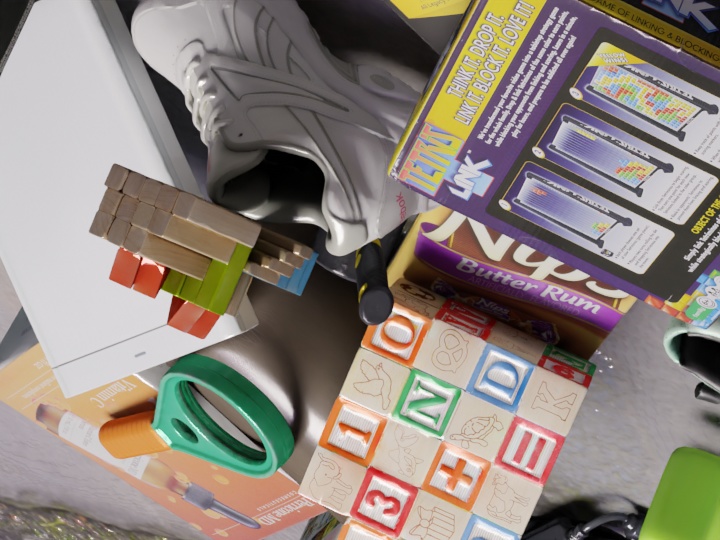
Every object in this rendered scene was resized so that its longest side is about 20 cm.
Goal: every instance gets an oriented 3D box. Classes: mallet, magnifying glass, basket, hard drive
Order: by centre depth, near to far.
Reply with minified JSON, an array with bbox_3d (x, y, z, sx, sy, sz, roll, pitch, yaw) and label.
[{"bbox_3d":[0.000,0.000,1.206,0.041,0.200,0.066,24,110,-7],"label":"mallet"},{"bbox_3d":[-0.147,-0.042,1.291,0.132,0.027,0.200,-21,95,35],"label":"hard drive"},{"bbox_3d":[-0.099,0.087,1.354,0.080,0.022,0.200,48,155,-13],"label":"magnifying glass"},{"bbox_3d":[-0.010,0.058,1.363,0.200,0.136,0.180,40,-168,-8],"label":"basket"}]

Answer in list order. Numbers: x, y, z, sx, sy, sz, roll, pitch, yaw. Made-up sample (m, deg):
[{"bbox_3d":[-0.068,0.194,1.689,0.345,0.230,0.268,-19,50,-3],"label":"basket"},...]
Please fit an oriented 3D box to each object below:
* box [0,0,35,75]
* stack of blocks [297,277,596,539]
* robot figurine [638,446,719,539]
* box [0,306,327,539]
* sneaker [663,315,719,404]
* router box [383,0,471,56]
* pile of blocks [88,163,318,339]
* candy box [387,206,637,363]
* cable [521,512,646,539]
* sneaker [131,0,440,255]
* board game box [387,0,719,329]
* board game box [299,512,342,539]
[{"bbox_3d":[-0.221,-0.183,1.084,0.148,0.124,0.200,23,174,6],"label":"box"},{"bbox_3d":[0.029,0.119,1.260,0.115,0.200,0.059,24,-167,5],"label":"stack of blocks"},{"bbox_3d":[0.254,0.171,1.348,0.200,0.116,0.176,21,146,10],"label":"robot figurine"},{"bbox_3d":[-0.105,0.065,1.482,0.200,0.106,0.152,35,151,-14],"label":"box"},{"bbox_3d":[0.240,0.036,1.134,0.200,0.118,0.074,18,149,14],"label":"sneaker"},{"bbox_3d":[0.087,-0.147,1.026,0.157,0.052,0.200,42,148,-26],"label":"router box"},{"bbox_3d":[-0.067,0.004,1.163,0.082,0.062,0.200,23,179,17],"label":"pile of blocks"},{"bbox_3d":[0.090,-0.020,1.234,0.117,0.056,0.200,28,150,0],"label":"candy box"},{"bbox_3d":[0.167,0.214,1.575,0.163,0.051,0.200,28,150,-12],"label":"cable"},{"bbox_3d":[-0.052,-0.077,1.179,0.200,0.099,0.078,33,145,30],"label":"sneaker"},{"bbox_3d":[0.115,-0.066,1.024,0.165,0.057,0.200,27,154,-2],"label":"board game box"},{"bbox_3d":[-0.005,0.186,1.499,0.064,0.200,0.148,30,152,-6],"label":"board game box"}]
